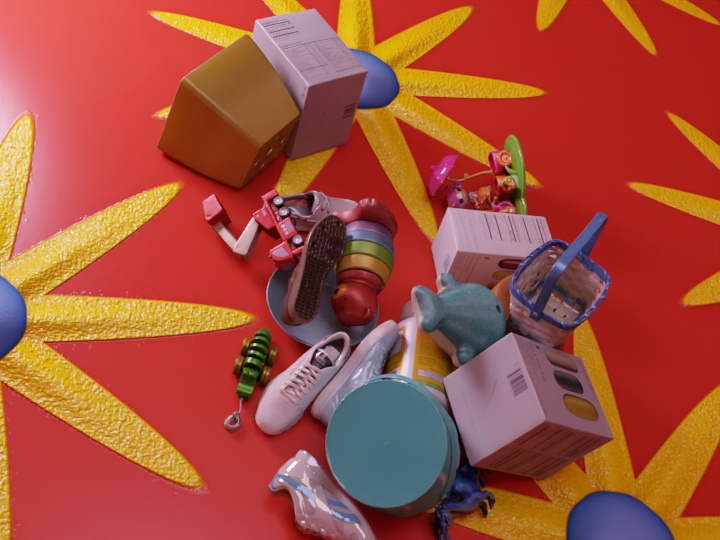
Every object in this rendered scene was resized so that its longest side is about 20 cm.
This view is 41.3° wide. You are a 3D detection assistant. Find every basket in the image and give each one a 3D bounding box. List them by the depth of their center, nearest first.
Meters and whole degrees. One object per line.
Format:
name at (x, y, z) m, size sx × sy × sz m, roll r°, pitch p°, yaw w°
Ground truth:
basket at (0.316, 0.018, 1.508) m, size 0.139 × 0.201 × 0.176 m, roll 38°, pitch 49°, yaw 15°

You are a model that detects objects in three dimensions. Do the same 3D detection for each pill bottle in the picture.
pill bottle at (0.099, 0.149, 1.578) m, size 0.109 × 0.112 × 0.202 m, roll 14°, pitch 49°, yaw -6°

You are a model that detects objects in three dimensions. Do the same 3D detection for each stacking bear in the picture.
stacking bear at (0.000, 0.000, 1.625) m, size 0.113 × 0.120 × 0.202 m, roll 35°, pitch 50°, yaw -35°

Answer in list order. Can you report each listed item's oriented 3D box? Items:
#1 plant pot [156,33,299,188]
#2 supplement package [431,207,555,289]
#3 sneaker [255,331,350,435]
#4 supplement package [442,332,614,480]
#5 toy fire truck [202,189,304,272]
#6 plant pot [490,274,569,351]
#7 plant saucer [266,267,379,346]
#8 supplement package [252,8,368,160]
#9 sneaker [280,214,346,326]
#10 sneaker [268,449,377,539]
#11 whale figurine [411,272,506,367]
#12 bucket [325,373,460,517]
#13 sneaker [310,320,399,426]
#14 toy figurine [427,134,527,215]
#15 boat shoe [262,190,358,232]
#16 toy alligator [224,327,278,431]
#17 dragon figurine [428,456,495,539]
plant pot at (-0.232, -0.279, 1.785) m, size 0.176 × 0.200 × 0.200 m, roll 40°, pitch 50°, yaw 3°
supplement package at (0.247, -0.032, 1.775) m, size 0.197 × 0.114 × 0.111 m, roll 4°, pitch 49°, yaw -14°
sneaker at (-0.090, 0.172, 1.502) m, size 0.076 × 0.081 × 0.200 m, roll 41°, pitch 66°, yaw 2°
supplement package at (0.262, 0.217, 1.494) m, size 0.199 × 0.150 × 0.153 m, roll 20°, pitch 42°, yaw -43°
toy fire truck at (-0.181, -0.067, 1.668) m, size 0.140 × 0.049 × 0.201 m, roll -29°, pitch 61°, yaw 1°
plant pot at (0.274, 0.101, 1.657) m, size 0.197 × 0.141 × 0.202 m, roll 9°, pitch 48°, yaw -10°
plant saucer at (-0.067, 0.062, 1.647) m, size 0.198 × 0.039 × 0.203 m, roll 10°, pitch 49°, yaw -11°
supplement package at (-0.114, -0.369, 1.887) m, size 0.146 × 0.192 × 0.201 m, roll -20°, pitch 60°, yaw -31°
sneaker at (-0.087, -0.002, 1.583) m, size 0.070 × 0.075 × 0.202 m, roll 33°, pitch 62°, yaw -24°
sneaker at (-0.048, 0.360, 1.391) m, size 0.081 × 0.077 × 0.200 m, roll -39°, pitch 70°, yaw -20°
whale figurine at (0.160, 0.072, 1.514) m, size 0.199 × 0.103 × 0.161 m, roll 23°, pitch 51°, yaw -50°
bucket at (0.046, 0.255, 1.392) m, size 0.204 × 0.135 × 0.211 m, roll -2°, pitch 75°, yaw 8°
sneaker at (0.012, 0.175, 1.529) m, size 0.082 × 0.074 × 0.201 m, roll 36°, pitch 80°, yaw 17°
toy figurine at (0.224, -0.160, 1.893) m, size 0.181 × 0.150 × 0.203 m, roll -6°, pitch 77°, yaw -5°
boat shoe at (-0.085, -0.112, 1.764) m, size 0.197 × 0.070 × 0.071 m, roll -6°, pitch 52°, yaw -22°
toy alligator at (-0.173, 0.159, 1.520) m, size 0.058 × 0.055 × 0.202 m, roll 18°, pitch 48°, yaw -2°
dragon figurine at (0.153, 0.326, 1.484) m, size 0.098 × 0.059 × 0.202 m, roll 12°, pitch 50°, yaw -9°
